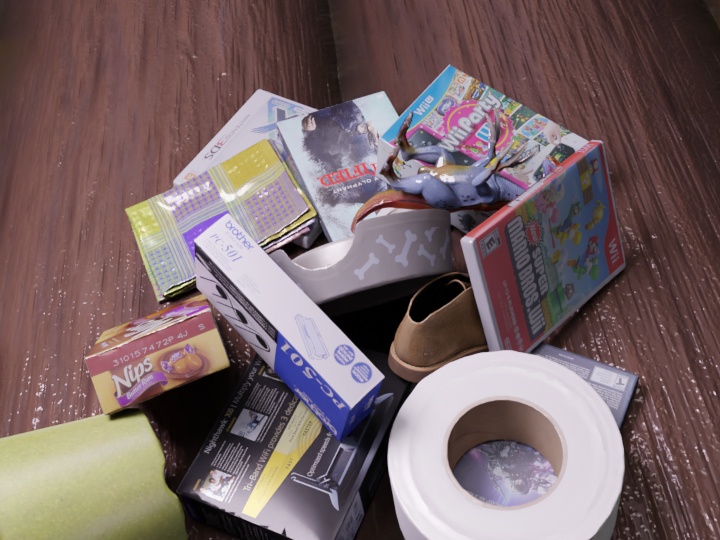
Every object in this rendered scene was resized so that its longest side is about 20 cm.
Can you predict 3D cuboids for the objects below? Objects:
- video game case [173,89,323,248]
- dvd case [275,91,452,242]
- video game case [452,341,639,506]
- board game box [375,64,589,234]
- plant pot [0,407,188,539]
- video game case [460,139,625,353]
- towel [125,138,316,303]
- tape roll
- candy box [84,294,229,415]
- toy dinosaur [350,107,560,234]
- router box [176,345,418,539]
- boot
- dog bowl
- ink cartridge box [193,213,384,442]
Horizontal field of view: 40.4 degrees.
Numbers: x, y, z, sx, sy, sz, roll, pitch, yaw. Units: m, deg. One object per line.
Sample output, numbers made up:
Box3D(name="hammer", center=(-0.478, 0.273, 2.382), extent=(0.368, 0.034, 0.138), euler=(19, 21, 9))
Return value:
Box3D(name="video game case", center=(-0.094, -0.128, 1.162), extent=(0.197, 0.022, 0.183), euler=(23, 58, 24))
Box3D(name="dvd case", center=(0.003, -0.111, 1.111), extent=(0.143, 0.022, 0.202), euler=(-17, 60, -14))
Box3D(name="video game case", center=(0.158, 0.156, 0.897), extent=(0.140, 0.019, 0.202), euler=(17, 56, 21))
Box3D(name="board game box", center=(0.136, -0.119, 1.074), extent=(0.198, 0.065, 0.148), euler=(32, 59, 18))
Box3D(name="plant pot", center=(-0.250, 0.209, 0.819), extent=(0.181, 0.203, 0.201), euler=(-18, 49, -23))
Box3D(name="video game case", center=(0.182, -0.016, 0.940), extent=(0.199, 0.145, 0.017), euler=(-36, 31, -30))
Box3D(name="towel", center=(-0.158, -0.062, 1.096), extent=(0.197, 0.023, 0.145), euler=(-26, 57, -4))
Box3D(name="tape roll", center=(0.122, 0.172, 0.832), extent=(0.197, 0.072, 0.205), euler=(-4, 50, 5))
Box3D(name="candy box", center=(-0.187, 0.073, 0.913), extent=(0.115, 0.200, 0.058), euler=(-21, 95, -8))
Box3D(name="toy dinosaur", center=(0.113, -0.091, 0.992), extent=(0.179, 0.201, 0.106), euler=(28, 43, -4))
Box3D(name="router box", center=(-0.052, 0.157, 0.903), extent=(0.154, 0.053, 0.202), euler=(16, 55, 21))
Box3D(name="boot", center=(0.109, 0.033, 0.934), extent=(0.073, 0.077, 0.198), euler=(33, 41, 31))
Box3D(name="dog bowl", center=(0.000, 0.000, 0.943), extent=(0.196, 0.200, 0.060), euler=(-15, 83, -4))
Box3D(name="ink cartridge box", center=(-0.066, 0.051, 0.857), extent=(0.044, 0.094, 0.200), euler=(-39, 75, -23))
